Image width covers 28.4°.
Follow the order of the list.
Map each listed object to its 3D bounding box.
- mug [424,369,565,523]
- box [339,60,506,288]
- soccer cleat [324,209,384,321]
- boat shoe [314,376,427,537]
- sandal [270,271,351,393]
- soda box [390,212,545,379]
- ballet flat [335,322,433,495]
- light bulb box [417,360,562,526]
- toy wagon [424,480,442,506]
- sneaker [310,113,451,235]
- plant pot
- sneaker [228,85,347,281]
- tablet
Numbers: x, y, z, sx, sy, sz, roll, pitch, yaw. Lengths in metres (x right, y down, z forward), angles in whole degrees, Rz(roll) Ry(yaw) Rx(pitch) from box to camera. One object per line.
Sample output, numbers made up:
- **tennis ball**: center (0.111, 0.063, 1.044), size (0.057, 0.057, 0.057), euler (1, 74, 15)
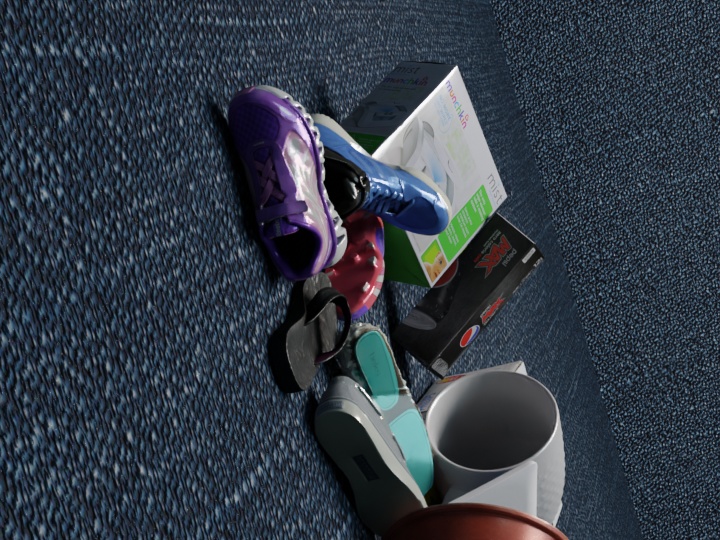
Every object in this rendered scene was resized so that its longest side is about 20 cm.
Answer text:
- **mug**: center (0.141, 0.239, 1.562), size (0.200, 0.147, 0.176), euler (-51, 143, -35)
- **box**: center (0.064, -0.115, 1.687), size (0.177, 0.096, 0.201), euler (-47, 129, -29)
- **soccer cleat**: center (0.000, 0.000, 1.555), size (0.201, 0.066, 0.077), euler (-88, 162, -54)
- **boat shoe**: center (0.017, 0.186, 1.413), size (0.072, 0.070, 0.201), euler (-77, 145, -50)
- **sandal**: center (-0.038, 0.059, 1.380), size (0.201, 0.048, 0.076), euler (-68, 140, -65)
- **soda box**: center (0.131, 0.031, 1.736), size (0.071, 0.200, 0.063), euler (40, 0, 25)
- **ballet flat**: center (0.022, 0.145, 1.486), size (0.072, 0.071, 0.201), euler (-55, 128, -71)
- **light bulb box**: center (0.159, 0.237, 1.772), size (0.198, 0.124, 0.201), euler (-33, 108, -74)
- **toy wagon**: center (0.084, 0.296, 1.604), size (0.200, 0.039, 0.156), euler (47, 32, -60)
- **sneaker**: center (0.007, -0.078, 1.513), size (0.199, 0.077, 0.111), euler (35, 33, -14)
- **plant pot**: center (0.107, 0.361, 1.371), size (0.201, 0.200, 0.196), euler (61, 29, -42)
- **sneaker**: center (-0.073, -0.074, 1.341), size (0.089, 0.080, 0.201), euler (-62, 136, -58)
- **tablet**: center (0.132, 0.289, 1.499), size (0.014, 0.130, 0.201), euler (49, -24, 40)
